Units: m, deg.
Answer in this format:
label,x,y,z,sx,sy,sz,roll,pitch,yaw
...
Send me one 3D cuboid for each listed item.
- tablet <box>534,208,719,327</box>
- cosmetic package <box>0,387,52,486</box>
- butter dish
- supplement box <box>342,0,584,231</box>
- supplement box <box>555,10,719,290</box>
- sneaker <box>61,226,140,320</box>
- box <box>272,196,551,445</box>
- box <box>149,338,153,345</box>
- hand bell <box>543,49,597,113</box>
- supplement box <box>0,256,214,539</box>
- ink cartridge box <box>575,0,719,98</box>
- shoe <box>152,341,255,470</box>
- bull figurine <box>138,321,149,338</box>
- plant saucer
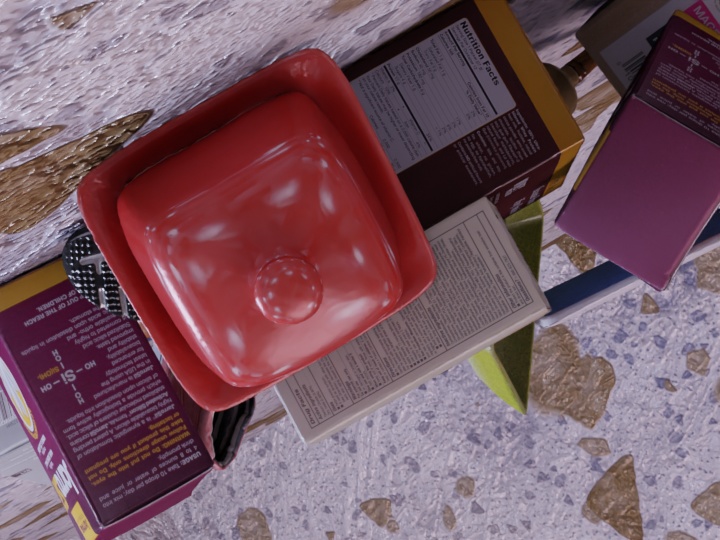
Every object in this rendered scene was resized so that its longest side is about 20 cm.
label,x,y,z,sx,sy,sz,roll,pitch,yaw
tablet,0.233,-0.003,1.453,0.199,0.014,0.130,-25,-174,-2
cosmetic package,-0.281,0.146,1.646,0.106,0.091,0.200,-28,155,16
butter dish,-0.056,-0.008,1.115,0.199,0.200,0.148,-29,-159,-2
supplement box,0.048,-0.090,1.336,0.199,0.134,0.197,-29,173,-2
supplement box,0.244,-0.098,1.365,0.131,0.103,0.200,-61,177,32
sneaker,-0.122,-0.011,1.289,0.198,0.074,0.080,1,-154,-8
box,0.029,0.038,1.245,0.199,0.096,0.078,-29,173,7
box,-0.262,0.086,1.717,0.200,0.033,0.121,-37,169,38
hand bell,0.199,-0.187,1.582,0.200,0.104,0.104,-41,178,-25
supplement box,-0.211,0.101,1.352,0.103,0.201,0.131,-27,172,-21
ink cartridge box,0.309,-0.178,1.475,0.164,0.200,0.075,-36,-175,38
shoe,-0.125,0.065,1.448,0.090,0.202,0.071,10,173,33
bull figurine,-0.167,0.023,1.545,0.121,0.066,0.199,-27,171,42
plant saucer,0.118,0.004,1.518,0.047,0.202,0.200,2,161,14
